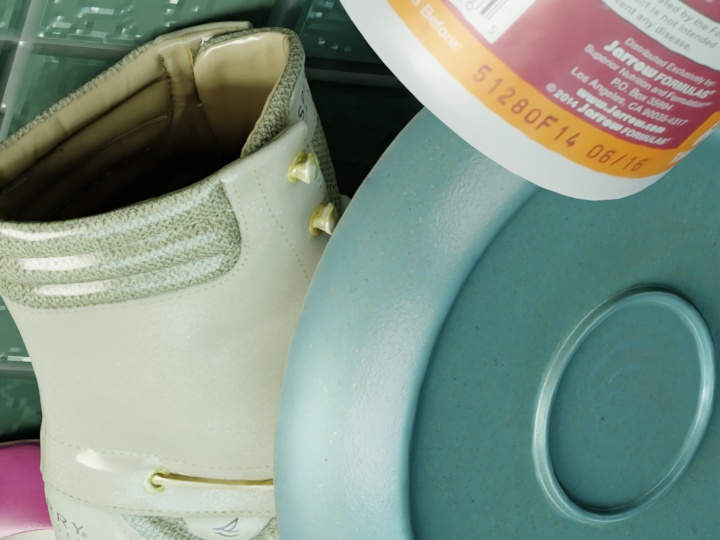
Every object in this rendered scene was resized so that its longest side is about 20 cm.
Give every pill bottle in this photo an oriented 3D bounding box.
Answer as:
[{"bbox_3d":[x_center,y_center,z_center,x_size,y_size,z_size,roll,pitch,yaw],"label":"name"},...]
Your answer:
[{"bbox_3d":[0.088,-0.116,0.574,0.109,0.110,0.200,21,129,-35],"label":"pill bottle"}]

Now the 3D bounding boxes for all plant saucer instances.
[{"bbox_3d":[0.064,0.033,0.709,0.199,0.027,0.201,-15,115,-36],"label":"plant saucer"}]

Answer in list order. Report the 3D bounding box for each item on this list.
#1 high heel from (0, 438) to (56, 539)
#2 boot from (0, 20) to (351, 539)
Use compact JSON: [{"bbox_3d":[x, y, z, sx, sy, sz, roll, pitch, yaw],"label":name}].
[{"bbox_3d":[-0.068,0.105,0.778,0.198,0.096,0.068,-1,140,0],"label":"high heel"},{"bbox_3d":[0.000,0.000,0.711,0.199,0.072,0.155,-21,131,-11],"label":"boot"}]
